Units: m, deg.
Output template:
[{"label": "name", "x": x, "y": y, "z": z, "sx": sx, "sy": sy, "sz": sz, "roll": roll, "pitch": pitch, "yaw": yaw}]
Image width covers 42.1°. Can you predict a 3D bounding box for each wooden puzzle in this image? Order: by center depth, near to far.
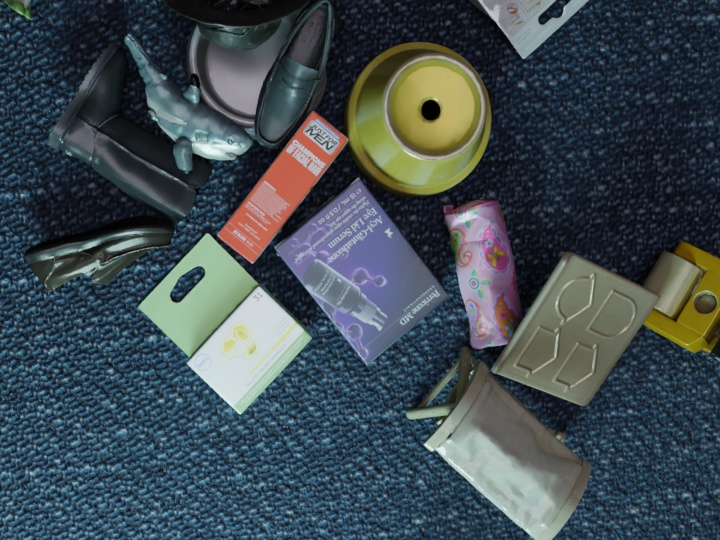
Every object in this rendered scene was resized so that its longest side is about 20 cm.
[{"label": "wooden puzzle", "x": 0.281, "y": 0.076, "z": 1.241, "sx": 0.198, "sy": 0.046, "sz": 0.187, "roll": 20, "pitch": 109, "yaw": -33}]

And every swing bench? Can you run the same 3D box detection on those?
[{"label": "swing bench", "x": 0.182, "y": 0.223, "z": 1.225, "sx": 0.199, "sy": 0.200, "sz": 0.130, "roll": 42, "pitch": 89, "yaw": -6}]

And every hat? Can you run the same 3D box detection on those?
[{"label": "hat", "x": -0.144, "y": -0.324, "z": 1.164, "sx": 0.197, "sy": 0.202, "sz": 0.082, "roll": -4, "pitch": 134, "yaw": -4}]

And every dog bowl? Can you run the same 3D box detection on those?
[{"label": "dog bowl", "x": -0.138, "y": -0.278, "z": 1.245, "sx": 0.197, "sy": 0.059, "sz": 0.203, "roll": 0, "pitch": 93, "yaw": -5}]

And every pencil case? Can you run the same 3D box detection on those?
[{"label": "pencil case", "x": 0.169, "y": 0.003, "z": 1.274, "sx": 0.086, "sy": 0.087, "sz": 0.203, "roll": -14, "pitch": 93, "yaw": -4}]

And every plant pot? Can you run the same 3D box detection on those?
[{"label": "plant pot", "x": 0.080, "y": -0.199, "z": 1.202, "sx": 0.197, "sy": 0.189, "sz": 0.204, "roll": 0, "pitch": 93, "yaw": -4}]

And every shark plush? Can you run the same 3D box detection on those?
[{"label": "shark plush", "x": -0.225, "y": -0.223, "z": 1.205, "sx": 0.083, "sy": 0.091, "sz": 0.201, "roll": -31, "pitch": 95, "yaw": 33}]

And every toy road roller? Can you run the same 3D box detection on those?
[{"label": "toy road roller", "x": 0.494, "y": 0.064, "z": 1.299, "sx": 0.199, "sy": 0.146, "sz": 0.124, "roll": 32, "pitch": 91, "yaw": 32}]

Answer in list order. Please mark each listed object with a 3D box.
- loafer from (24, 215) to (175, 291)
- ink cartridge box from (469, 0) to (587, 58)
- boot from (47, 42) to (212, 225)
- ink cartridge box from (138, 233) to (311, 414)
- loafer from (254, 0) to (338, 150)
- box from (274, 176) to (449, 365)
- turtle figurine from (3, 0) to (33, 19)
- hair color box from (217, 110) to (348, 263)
[{"label": "loafer", "x": -0.339, "y": -0.021, "z": 1.242, "sx": 0.197, "sy": 0.073, "sz": 0.072, "roll": -13, "pitch": 106, "yaw": -1}, {"label": "ink cartridge box", "x": 0.213, "y": -0.416, "z": 1.278, "sx": 0.160, "sy": 0.047, "sz": 0.200, "roll": -42, "pitch": 101, "yaw": -2}, {"label": "boot", "x": -0.282, "y": -0.179, "z": 1.232, "sx": 0.198, "sy": 0.066, "sz": 0.166, "roll": 30, "pitch": 76, "yaw": -10}, {"label": "ink cartridge box", "x": -0.184, "y": 0.071, "z": 1.265, "sx": 0.200, "sy": 0.048, "sz": 0.146, "roll": 45, "pitch": 89, "yaw": -8}, {"label": "loafer", "x": -0.083, "y": -0.251, "z": 1.186, "sx": 0.067, "sy": 0.070, "sz": 0.203, "roll": 23, "pitch": 91, "yaw": -5}, {"label": "box", "x": 0.000, "y": 0.000, "z": 1.247, "sx": 0.148, "sy": 0.104, "sz": 0.201, "roll": -40, "pitch": 95, "yaw": -2}, {"label": "turtle figurine", "x": -0.390, "y": -0.413, "z": 1.176, "sx": 0.199, "sy": 0.144, "sz": 0.195, "roll": 35, "pitch": 94, "yaw": -2}, {"label": "hair color box", "x": -0.102, "y": -0.108, "z": 1.230, "sx": 0.064, "sy": 0.111, "sz": 0.201, "roll": 37, "pitch": 90, "yaw": -6}]
